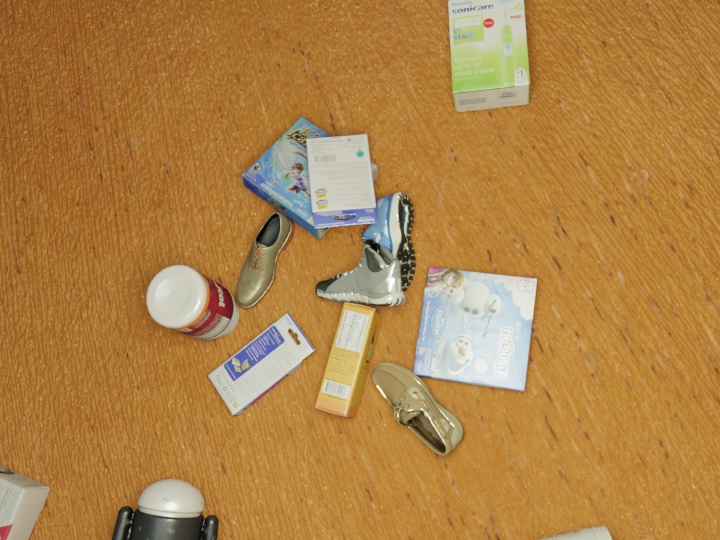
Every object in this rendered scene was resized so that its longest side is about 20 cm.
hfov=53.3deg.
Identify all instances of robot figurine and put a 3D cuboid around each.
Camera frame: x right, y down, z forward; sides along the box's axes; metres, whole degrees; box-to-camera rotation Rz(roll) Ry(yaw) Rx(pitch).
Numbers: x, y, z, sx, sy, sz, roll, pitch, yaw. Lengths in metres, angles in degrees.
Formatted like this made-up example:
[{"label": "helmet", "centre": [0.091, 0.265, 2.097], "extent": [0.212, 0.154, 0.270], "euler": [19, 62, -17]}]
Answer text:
[{"label": "robot figurine", "centre": [-0.347, 0.476, 1.281], "extent": [0.124, 0.150, 0.201], "euler": [-3, 74, 42]}]

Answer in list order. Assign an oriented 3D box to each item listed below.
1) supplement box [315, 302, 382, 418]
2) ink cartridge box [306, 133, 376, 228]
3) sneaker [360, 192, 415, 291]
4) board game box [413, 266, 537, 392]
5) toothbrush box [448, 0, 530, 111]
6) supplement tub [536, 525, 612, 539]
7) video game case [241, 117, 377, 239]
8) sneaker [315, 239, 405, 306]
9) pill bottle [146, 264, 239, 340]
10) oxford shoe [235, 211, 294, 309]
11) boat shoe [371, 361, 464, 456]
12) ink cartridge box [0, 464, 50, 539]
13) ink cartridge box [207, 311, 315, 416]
[{"label": "supplement box", "centre": [-0.019, 0.164, 1.313], "extent": [0.068, 0.067, 0.201], "euler": [14, 79, 18]}, {"label": "ink cartridge box", "centre": [-0.036, -0.162, 1.341], "extent": [0.119, 0.042, 0.201], "euler": [-5, 61, -3]}, {"label": "sneaker", "centre": [0.050, -0.043, 1.353], "extent": [0.089, 0.078, 0.201], "euler": [-3, 82, 35]}, {"label": "board game box", "centre": [0.207, 0.104, 1.289], "extent": [0.198, 0.043, 0.201], "euler": [6, 79, 13]}, {"label": "toothbrush box", "centre": [0.248, -0.422, 1.388], "extent": [0.145, 0.086, 0.201], "euler": [-3, 74, 12]}, {"label": "supplement tub", "centre": [0.308, 0.488, 1.127], "extent": [0.199, 0.132, 0.133], "euler": [-16, 74, 9]}, {"label": "video game case", "centre": [-0.098, -0.185, 1.401], "extent": [0.200, 0.046, 0.181], "euler": [35, 68, 18]}, {"label": "sneaker", "centre": [0.000, 0.000, 1.310], "extent": [0.199, 0.075, 0.116], "euler": [4, 96, 38]}, {"label": "pill bottle", "centre": [-0.300, 0.066, 1.328], "extent": [0.112, 0.200, 0.114], "euler": [-3, 76, 12]}, {"label": "oxford shoe", "centre": [-0.197, -0.024, 1.393], "extent": [0.070, 0.075, 0.201], "euler": [19, 81, 16]}, {"label": "boat shoe", "centre": [0.092, 0.239, 1.257], "extent": [0.200, 0.064, 0.071], "euler": [39, 125, 17]}, {"label": "ink cartridge box", "centre": [-0.729, 0.456, 1.389], "extent": [0.199, 0.086, 0.148], "euler": [16, 81, 14]}, {"label": "ink cartridge box", "centre": [-0.185, 0.178, 1.362], "extent": [0.200, 0.037, 0.095], "euler": [-39, 71, 4]}]
